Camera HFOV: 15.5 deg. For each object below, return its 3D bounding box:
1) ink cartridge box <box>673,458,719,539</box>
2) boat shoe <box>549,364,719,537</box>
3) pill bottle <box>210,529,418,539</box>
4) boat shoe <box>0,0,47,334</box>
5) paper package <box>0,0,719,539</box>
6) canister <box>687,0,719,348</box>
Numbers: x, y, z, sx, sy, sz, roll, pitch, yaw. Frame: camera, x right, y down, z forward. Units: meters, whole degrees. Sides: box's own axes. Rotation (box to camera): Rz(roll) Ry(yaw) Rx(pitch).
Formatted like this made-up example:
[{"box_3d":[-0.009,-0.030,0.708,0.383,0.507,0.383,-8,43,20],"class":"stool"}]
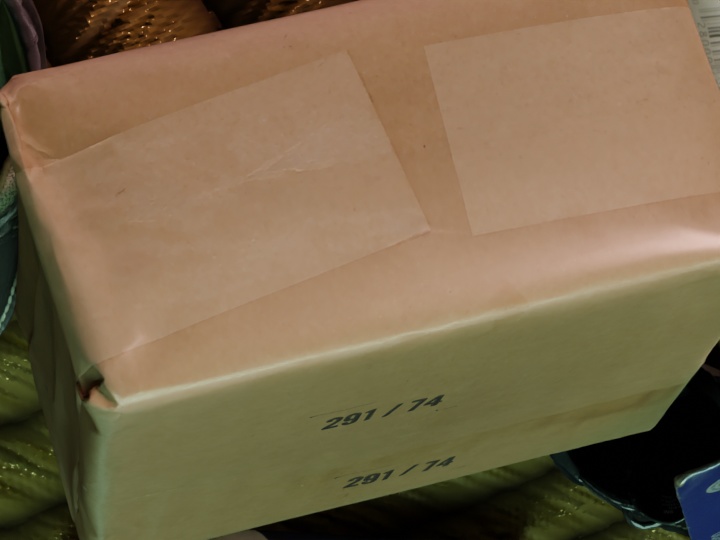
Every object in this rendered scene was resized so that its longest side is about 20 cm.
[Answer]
[{"box_3d":[0.215,0.061,0.970,0.200,0.041,0.200,-30,163,2],"class":"ink cartridge box"},{"box_3d":[0.109,0.063,0.996,0.074,0.066,0.199,-26,138,8],"class":"boat shoe"},{"box_3d":[-0.017,0.158,1.025,0.200,0.111,0.111,6,134,-24],"class":"pill bottle"},{"box_3d":[-0.130,-0.037,0.809,0.072,0.066,0.201,-5,137,-13],"class":"boat shoe"},{"box_3d":[0.000,0.000,0.786,0.200,0.104,0.191,-14,163,-11],"class":"paper package"},{"box_3d":[0.174,-0.014,0.809,0.148,0.087,0.200,-14,104,-4],"class":"canister"}]
